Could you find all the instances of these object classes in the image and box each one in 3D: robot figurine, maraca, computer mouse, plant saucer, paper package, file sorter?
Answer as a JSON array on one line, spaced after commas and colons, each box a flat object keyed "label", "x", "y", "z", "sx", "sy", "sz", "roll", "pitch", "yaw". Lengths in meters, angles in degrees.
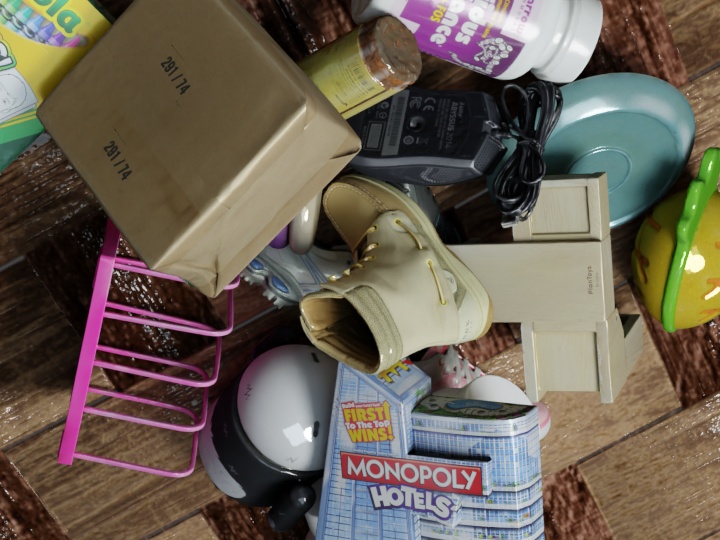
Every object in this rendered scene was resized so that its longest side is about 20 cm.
[{"label": "robot figurine", "x": -0.075, "y": 0.147, "z": 1.243, "sx": 0.150, "sy": 0.125, "sz": 0.200, "roll": 48, "pitch": 143, "yaw": 4}, {"label": "maraca", "x": 0.313, "y": -0.026, "z": 1.257, "sx": 0.107, "sy": 0.137, "sz": 0.200, "roll": 15, "pitch": 142, "yaw": 19}, {"label": "computer mouse", "x": 0.069, "y": -0.107, "z": 1.159, "sx": 0.200, "sy": 0.139, "sz": 0.053, "roll": 9, "pitch": 155, "yaw": 15}, {"label": "plant saucer", "x": 0.216, "y": -0.096, "z": 1.227, "sx": 0.200, "sy": 0.027, "sz": 0.200, "roll": -9, "pitch": 140, "yaw": -8}, {"label": "paper package", "x": -0.134, "y": -0.114, "z": 1.074, "sx": 0.191, "sy": 0.200, "sz": 0.103, "roll": -45, "pitch": 154, "yaw": 8}, {"label": "file sorter", "x": -0.186, "y": 0.064, "z": 1.199, "sx": 0.125, "sy": 0.139, "sz": 0.200, "roll": 12, "pitch": 111, "yaw": -10}]

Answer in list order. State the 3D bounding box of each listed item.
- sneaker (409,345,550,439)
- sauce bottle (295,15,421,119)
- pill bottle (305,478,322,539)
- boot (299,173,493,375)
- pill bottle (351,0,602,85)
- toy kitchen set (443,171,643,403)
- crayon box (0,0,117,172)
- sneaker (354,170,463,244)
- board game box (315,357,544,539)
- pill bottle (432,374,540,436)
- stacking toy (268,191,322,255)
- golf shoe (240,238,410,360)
[{"label": "sneaker", "x": 0.099, "y": 0.114, "z": 1.314, "sx": 0.200, "sy": 0.075, "sz": 0.105, "roll": 6, "pitch": 117, "yaw": -8}, {"label": "sauce bottle", "x": -0.039, "y": -0.151, "z": 1.134, "sx": 0.200, "sy": 0.066, "sz": 0.066, "roll": -21, "pitch": 121, "yaw": 37}, {"label": "pill bottle", "x": 0.006, "y": 0.306, "z": 1.362, "sx": 0.111, "sy": 0.111, "sz": 0.200, "roll": -18, "pitch": 115, "yaw": -2}, {"label": "boot", "x": 0.000, "y": 0.000, "z": 1.142, "sx": 0.155, "sy": 0.200, "sz": 0.073, "roll": -18, "pitch": 148, "yaw": -44}, {"label": "pill bottle", "x": 0.102, "y": -0.230, "z": 1.145, "sx": 0.200, "sy": 0.112, "sz": 0.112, "roll": 17, "pitch": 109, "yaw": -17}, {"label": "toy kitchen set", "x": 0.165, "y": 0.004, "z": 1.253, "sx": 0.163, "sy": 0.180, "sz": 0.201, "roll": -1, "pitch": 102, "yaw": 21}, {"label": "crayon box", "x": -0.321, "y": -0.204, "z": 1.107, "sx": 0.173, "sy": 0.058, "sz": 0.200, "roll": -42, "pitch": 114, "yaw": 9}, {"label": "sneaker", "x": 0.051, "y": -0.037, "z": 1.253, "sx": 0.082, "sy": 0.073, "sz": 0.200, "roll": -26, "pitch": 110, "yaw": -41}, {"label": "board game box", "x": 0.049, "y": 0.161, "z": 1.125, "sx": 0.200, "sy": 0.062, "sz": 0.200, "roll": 2, "pitch": 107, "yaw": 28}, {"label": "pill bottle", "x": 0.072, "y": 0.175, "z": 1.226, "sx": 0.109, "sy": 0.109, "sz": 0.200, "roll": 27, "pitch": 137, "yaw": -20}, {"label": "stacking toy", "x": -0.136, "y": -0.068, "z": 1.183, "sx": 0.199, "sy": 0.085, "sz": 0.086, "roll": 8, "pitch": 112, "yaw": 1}, {"label": "golf shoe", "x": -0.015, "y": 0.023, "z": 1.236, "sx": 0.200, "sy": 0.078, "sz": 0.097, "roll": 40, "pitch": 90, "yaw": -6}]
